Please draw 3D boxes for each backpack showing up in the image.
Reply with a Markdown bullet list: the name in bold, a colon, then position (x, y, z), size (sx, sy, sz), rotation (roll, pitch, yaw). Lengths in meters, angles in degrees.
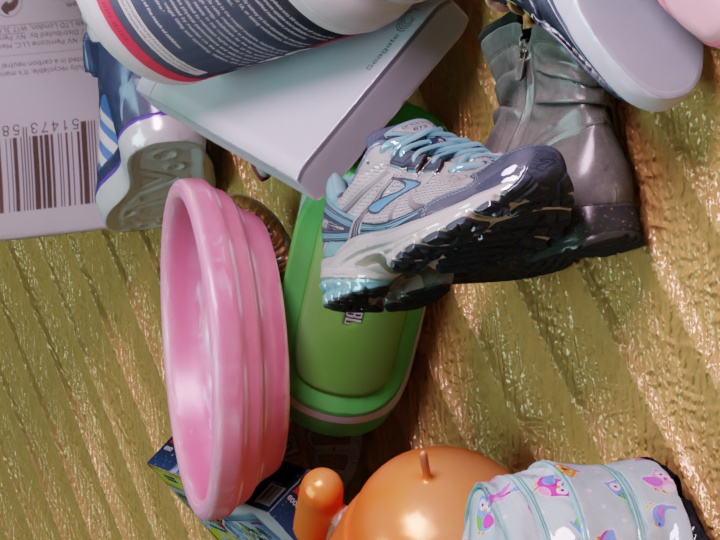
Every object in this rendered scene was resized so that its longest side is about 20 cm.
- **backpack**: position (0.110, 0.192, 1.479), size (0.167, 0.126, 0.201), rotation (-130, 41, -54)

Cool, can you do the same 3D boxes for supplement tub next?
- **supplement tub**: position (-0.049, -0.187, 1.605), size (0.200, 0.140, 0.141), rotation (-13, 86, 38)

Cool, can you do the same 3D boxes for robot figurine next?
- **robot figurine**: position (0.031, 0.175, 1.645), size (0.144, 0.116, 0.200), rotation (65, 145, 29)

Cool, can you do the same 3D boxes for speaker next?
- **speaker**: position (0.000, 0.000, 1.701), size (0.089, 0.088, 0.200), rotation (-122, 32, -40)

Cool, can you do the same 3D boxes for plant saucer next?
- **plant saucer**: position (-0.079, 0.045, 1.730), size (0.201, 0.051, 0.201), rotation (176, 90, -79)

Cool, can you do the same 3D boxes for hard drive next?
- **hard drive**: position (-0.037, -0.122, 1.674), size (0.027, 0.132, 0.200), rotation (44, 172, -35)

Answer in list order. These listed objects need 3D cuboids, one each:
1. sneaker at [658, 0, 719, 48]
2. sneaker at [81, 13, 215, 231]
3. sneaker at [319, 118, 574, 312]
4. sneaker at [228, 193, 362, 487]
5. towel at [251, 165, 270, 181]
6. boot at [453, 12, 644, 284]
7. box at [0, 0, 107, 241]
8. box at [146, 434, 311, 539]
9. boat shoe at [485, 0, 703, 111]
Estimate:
- **sneaker**: position (0.112, -0.183, 1.368), size (0.075, 0.104, 0.201), rotation (-57, 48, 52)
- **sneaker**: position (-0.146, -0.121, 1.982), size (0.200, 0.080, 0.147), rotation (112, 149, -71)
- **sneaker**: position (0.033, -0.040, 1.489), size (0.200, 0.077, 0.087), rotation (-26, 70, 55)
- **sneaker**: position (-0.045, 0.045, 1.857), size (0.088, 0.075, 0.201), rotation (-54, -52, -83)
- **towel**: position (-0.054, -0.166, 1.841), size (0.200, 0.023, 0.144), rotation (119, 135, -55)
- **boot**: position (0.081, -0.064, 1.543), size (0.200, 0.068, 0.131), rotation (-16, 78, 58)
- **box**: position (-0.271, -0.130, 2.116), size (0.171, 0.198, 0.201), rotation (-162, 67, -64)
- **box**: position (-0.043, 0.167, 1.825), size (0.137, 0.038, 0.200), rotation (49, 165, -21)
- **boat shoe**: position (0.091, -0.147, 1.438), size (0.201, 0.071, 0.091), rotation (60, 144, 17)
